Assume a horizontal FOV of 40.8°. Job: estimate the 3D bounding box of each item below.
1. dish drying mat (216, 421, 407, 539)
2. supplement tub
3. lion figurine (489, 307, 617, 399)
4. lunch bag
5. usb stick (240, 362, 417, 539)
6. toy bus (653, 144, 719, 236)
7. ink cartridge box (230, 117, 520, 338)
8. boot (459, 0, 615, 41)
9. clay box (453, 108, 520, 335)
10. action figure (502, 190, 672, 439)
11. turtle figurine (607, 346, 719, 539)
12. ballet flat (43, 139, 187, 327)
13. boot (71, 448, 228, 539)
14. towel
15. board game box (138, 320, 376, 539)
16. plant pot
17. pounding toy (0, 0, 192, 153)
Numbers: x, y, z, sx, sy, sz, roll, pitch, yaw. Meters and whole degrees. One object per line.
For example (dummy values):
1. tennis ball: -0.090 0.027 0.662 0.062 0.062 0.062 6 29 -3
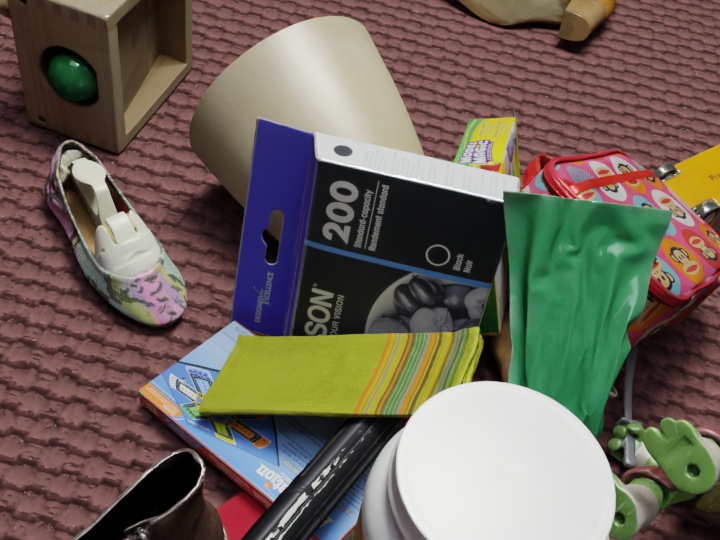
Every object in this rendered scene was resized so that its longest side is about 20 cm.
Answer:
1. dish drying mat: -0.028 0.164 0.707 0.200 0.018 0.077 -31 57 -29
2. supplement tub: 0.066 0.174 0.591 0.144 0.200 0.145 5 49 -5
3. lion figurine: 0.133 0.079 0.771 0.072 0.122 0.200 43 30 -15
4. lunch bag: 0.207 -0.032 0.796 0.176 0.082 0.200 49 32 18
5. usb stick: -0.016 0.134 0.659 0.033 0.055 0.200 45 52 1
6. toy bus: 0.349 -0.077 0.939 0.199 0.078 0.065 -24 58 -27
7. ink cartridge box: 0.000 0.000 0.735 0.199 0.199 0.043 14 34 3
8. boot: 0.210 -0.348 1.169 0.201 0.071 0.144 26 44 9
9. clay box: 0.107 -0.049 0.828 0.047 0.115 0.200 0 32 16
10. action figure: 0.141 0.051 0.671 0.118 0.201 0.055 7 4 0
11. turtle figurine: 0.231 0.107 0.704 0.144 0.201 0.194 -5 0 40
12. ballet flat: -0.212 -0.038 0.815 0.069 0.071 0.200 -24 57 -28
13. boot: -0.162 0.196 0.551 0.200 0.167 0.072 -38 64 -26
14. towel: -0.016 0.073 0.696 0.199 0.018 0.086 -3 32 23
15. board game box: -0.062 0.119 0.723 0.200 0.019 0.103 33 50 27
16. plant pot: -0.017 -0.077 0.831 0.187 0.187 0.200 -25 71 -28
17. pounding toy: -0.264 -0.231 0.899 0.142 0.184 0.200 20 49 8
